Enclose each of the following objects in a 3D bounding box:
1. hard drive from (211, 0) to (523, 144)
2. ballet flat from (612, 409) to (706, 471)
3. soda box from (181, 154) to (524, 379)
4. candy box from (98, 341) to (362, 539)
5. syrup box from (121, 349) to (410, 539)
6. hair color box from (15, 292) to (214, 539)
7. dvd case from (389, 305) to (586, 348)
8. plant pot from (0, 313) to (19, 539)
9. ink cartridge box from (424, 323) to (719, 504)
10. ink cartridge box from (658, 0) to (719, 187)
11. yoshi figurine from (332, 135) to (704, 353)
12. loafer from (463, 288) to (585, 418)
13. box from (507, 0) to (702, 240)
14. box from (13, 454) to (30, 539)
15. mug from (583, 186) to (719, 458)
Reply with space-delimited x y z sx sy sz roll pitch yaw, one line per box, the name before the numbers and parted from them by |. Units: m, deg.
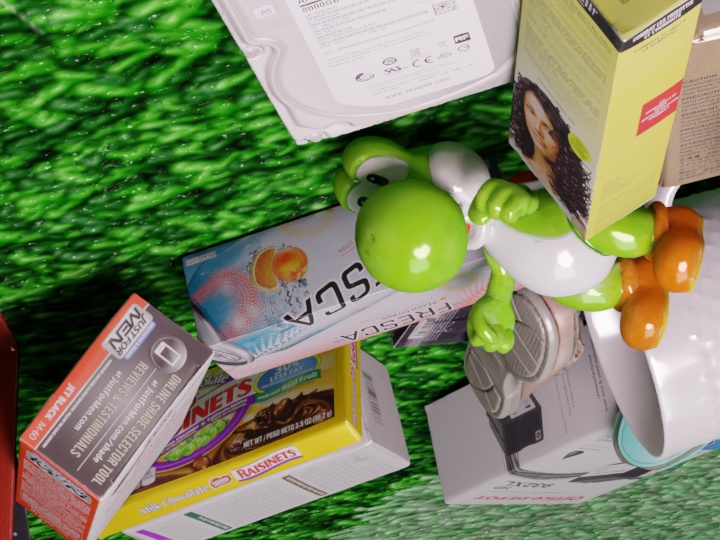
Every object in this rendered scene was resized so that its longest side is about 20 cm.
hard drive | 0.008 -0.130 0.923 0.139 0.038 0.200 -17 156 5
ballet flat | 0.244 0.051 1.346 0.200 0.067 0.070 -55 177 9
soda box | 0.000 0.000 1.180 0.200 0.064 0.068 -19 157 9
candy box | -0.092 0.104 1.319 0.200 0.102 0.026 -22 126 17
syrup box | -0.075 0.126 1.403 0.200 0.079 0.081 -21 156 16
hair color box | -0.154 0.097 1.208 0.111 0.064 0.200 -53 180 -20
dvd case | 0.134 0.007 1.332 0.200 0.016 0.149 -4 154 -21
plant pot | -0.299 0.104 1.101 0.176 0.200 0.200 -3 157 3
ink cartridge box | 0.168 0.109 1.473 0.145 0.084 0.200 5 156 -37
ink cartridge box | 0.238 -0.128 1.007 0.200 0.075 0.165 -14 156 2
yoshi figurine | 0.078 -0.010 1.070 0.200 0.113 0.112 17 -178 -3
loafer | 0.116 0.041 1.310 0.063 0.072 0.200 -25 166 -15
box | 0.113 -0.093 0.940 0.050 0.075 0.200 -31 157 -13
box | -0.332 0.177 1.331 0.200 0.115 0.132 -4 156 -20
mug | 0.234 -0.002 1.218 0.175 0.148 0.200 -19 122 -5
